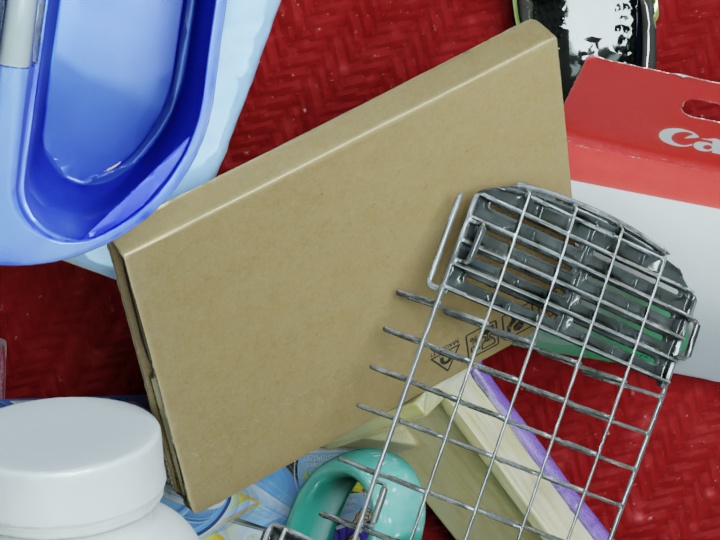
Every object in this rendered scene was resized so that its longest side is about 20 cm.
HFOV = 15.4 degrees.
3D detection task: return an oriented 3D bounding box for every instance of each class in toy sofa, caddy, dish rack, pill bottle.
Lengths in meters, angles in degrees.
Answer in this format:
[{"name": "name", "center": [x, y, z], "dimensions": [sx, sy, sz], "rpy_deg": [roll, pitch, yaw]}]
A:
[{"name": "toy sofa", "center": [0.084, 0.111, 1.225], "dimensions": [0.200, 0.083, 0.098], "rpy_deg": [53, 54, -11]}, {"name": "caddy", "center": [-0.118, -0.103, 0.944], "dimensions": [0.141, 0.105, 0.201], "rpy_deg": [7, 100, -6]}, {"name": "dish rack", "center": [0.057, 0.066, 1.108], "dimensions": [0.153, 0.055, 0.200], "rpy_deg": [23, 85, -37]}, {"name": "pill bottle", "center": [-0.117, 0.160, 1.099], "dimensions": [0.112, 0.113, 0.200], "rpy_deg": [-3, 109, -4]}]

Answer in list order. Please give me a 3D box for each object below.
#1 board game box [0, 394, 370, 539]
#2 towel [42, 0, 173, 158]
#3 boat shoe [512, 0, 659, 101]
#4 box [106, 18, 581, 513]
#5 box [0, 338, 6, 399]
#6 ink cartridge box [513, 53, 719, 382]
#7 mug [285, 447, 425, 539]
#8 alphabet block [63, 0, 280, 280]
[{"name": "board game box", "center": [-0.079, 0.124, 1.212], "dimensions": [0.200, 0.034, 0.136], "rpy_deg": [-1, 104, -36]}, {"name": "towel", "center": [-0.198, -0.097, 1.008], "dimensions": [0.200, 0.032, 0.191], "rpy_deg": [-39, 101, 3]}, {"name": "boat shoe", "center": [0.103, -0.131, 1.211], "dimensions": [0.072, 0.061, 0.202], "rpy_deg": [-8, 102, -3]}, {"name": "box", "center": [0.000, 0.000, 1.093], "dimensions": [0.200, 0.021, 0.164], "rpy_deg": [-27, 139, -16]}, {"name": "box", "center": [-0.215, 0.134, 1.219], "dimensions": [0.094, 0.103, 0.201], "rpy_deg": [3, 100, -5]}, {"name": "ink cartridge box", "center": [0.149, -0.013, 1.177], "dimensions": [0.161, 0.200, 0.050], "rpy_deg": [11, 65, -6]}, {"name": "mug", "center": [0.005, 0.189, 1.191], "dimensions": [0.152, 0.114, 0.185], "rpy_deg": [33, 65, -33]}, {"name": "alphabet block", "center": [-0.135, -0.127, 1.124], "dimensions": [0.195, 0.200, 0.197], "rpy_deg": [22, 98, -7]}]
